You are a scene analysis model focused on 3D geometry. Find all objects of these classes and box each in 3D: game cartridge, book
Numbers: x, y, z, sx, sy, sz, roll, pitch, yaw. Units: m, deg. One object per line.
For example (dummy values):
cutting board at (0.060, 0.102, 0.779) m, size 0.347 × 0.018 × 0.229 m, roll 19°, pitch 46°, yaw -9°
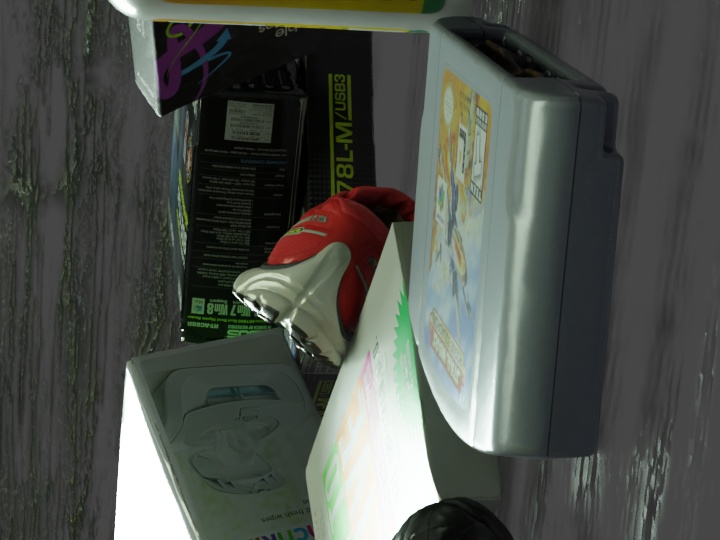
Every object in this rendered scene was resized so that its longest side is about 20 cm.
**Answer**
game cartridge at (0.049, -0.012, 0.719) m, size 0.200 × 0.041 × 0.134 m, roll -119°, pitch 36°, yaw -75°
book at (0.020, 0.092, 0.889) m, size 0.200 × 0.048 × 0.134 m, roll 106°, pitch 161°, yaw -52°

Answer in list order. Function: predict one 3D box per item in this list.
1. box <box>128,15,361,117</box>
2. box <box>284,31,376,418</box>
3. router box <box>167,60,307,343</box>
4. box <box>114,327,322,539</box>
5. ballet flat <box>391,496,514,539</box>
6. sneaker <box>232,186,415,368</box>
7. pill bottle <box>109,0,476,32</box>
box at (-0.050, -0.177, 1.005) m, size 0.036 × 0.143 × 0.200 m, roll 52°, pitch 157°, yaw 33°
box at (-0.025, -0.011, 1.205) m, size 0.200 × 0.047 × 0.194 m, roll 110°, pitch 158°, yaw -64°
router box at (-0.076, -0.064, 1.207) m, size 0.200 × 0.062 × 0.150 m, roll -107°, pitch 21°, yaw -66°
box at (-0.068, 0.167, 1.132) m, size 0.200 × 0.096 × 0.177 m, roll 101°, pitch 150°, yaw -47°
ballet flat at (0.013, 0.151, 0.801) m, size 0.066 × 0.057 × 0.200 m, roll 41°, pitch 148°, yaw 18°
sneaker at (0.000, 0.000, 0.986) m, size 0.085 × 0.077 × 0.200 m, roll -51°, pitch -3°, yaw 3°
pill bottle at (-0.051, -0.160, 0.867) m, size 0.113 × 0.199 × 0.113 m, roll -179°, pitch 90°, yaw -82°
